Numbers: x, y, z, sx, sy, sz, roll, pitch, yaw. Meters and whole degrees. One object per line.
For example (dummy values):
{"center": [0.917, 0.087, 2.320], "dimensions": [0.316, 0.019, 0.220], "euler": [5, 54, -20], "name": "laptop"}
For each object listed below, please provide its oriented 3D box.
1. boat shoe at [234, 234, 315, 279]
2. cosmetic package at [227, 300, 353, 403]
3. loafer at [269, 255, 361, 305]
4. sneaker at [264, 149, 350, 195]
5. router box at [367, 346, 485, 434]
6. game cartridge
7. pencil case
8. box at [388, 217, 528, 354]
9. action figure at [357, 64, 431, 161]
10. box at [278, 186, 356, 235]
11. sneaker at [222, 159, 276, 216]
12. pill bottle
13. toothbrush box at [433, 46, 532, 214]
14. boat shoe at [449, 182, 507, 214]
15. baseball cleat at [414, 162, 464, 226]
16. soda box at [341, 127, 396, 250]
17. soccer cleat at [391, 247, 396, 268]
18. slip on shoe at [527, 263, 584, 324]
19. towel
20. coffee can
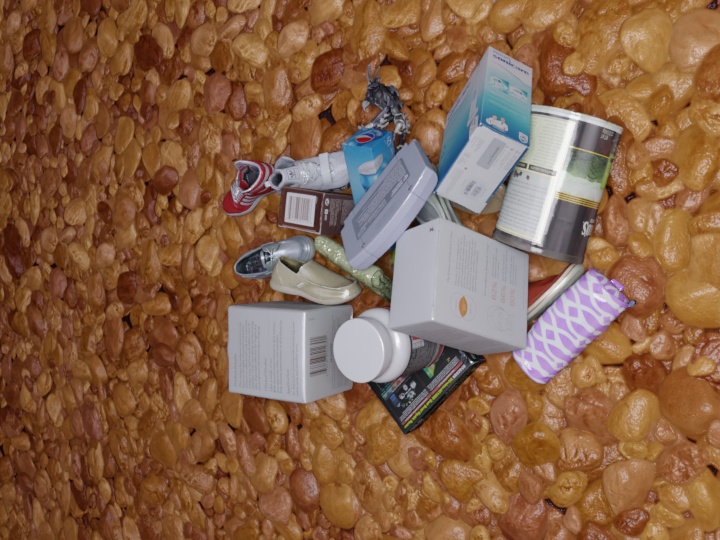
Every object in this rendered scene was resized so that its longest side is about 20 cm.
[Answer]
{"center": [-0.183, -0.022, 1.356], "dimensions": [0.197, 0.071, 0.072], "euler": [-18, 82, 33], "name": "boat shoe"}
{"center": [-0.136, 0.151, 1.277], "dimensions": [0.195, 0.165, 0.173], "euler": [2, 93, 33], "name": "cosmetic package"}
{"center": [-0.091, 0.016, 1.275], "dimensions": [0.194, 0.076, 0.070], "euler": [8, 114, 19], "name": "loafer"}
{"center": [-0.092, -0.187, 1.262], "dimensions": [0.196, 0.114, 0.077], "euler": [-15, 84, 33], "name": "sneaker"}
{"center": [0.106, 0.169, 1.175], "dimensions": [0.151, 0.061, 0.201], "euler": [51, 117, 22], "name": "router box"}
{"center": [0.043, -0.101, 1.037], "dimensions": [0.201, 0.040, 0.135], "euler": [-50, 25, 22], "name": "game cartridge"}
{"center": [0.324, 0.086, 1.011], "dimensions": [0.084, 0.085, 0.201], "euler": [49, 116, 17], "name": "pencil case"}
{"center": [0.154, 0.031, 0.999], "dimensions": [0.105, 0.196, 0.157], "euler": [-17, 60, 53], "name": "box"}
{"center": [0.044, -0.261, 1.170], "dimensions": [0.101, 0.118, 0.204], "euler": [-31, 81, 25], "name": "action figure"}
{"center": [-0.051, -0.106, 1.188], "dimensions": [0.098, 0.198, 0.077], "euler": [12, 100, 32], "name": "box"}
{"center": [-0.247, -0.174, 1.369], "dimensions": [0.197, 0.111, 0.073], "euler": [-26, 78, 32], "name": "sneaker"}
{"center": [0.049, 0.115, 1.053], "dimensions": [0.113, 0.198, 0.120], "euler": [2, 93, 32], "name": "pill bottle"}
{"center": [0.189, -0.216, 0.998], "dimensions": [0.083, 0.203, 0.147], "euler": [22, 138, -10], "name": "toothbrush box"}
{"center": [0.169, -0.143, 1.116], "dimensions": [0.196, 0.065, 0.073], "euler": [6, 128, 37], "name": "boat shoe"}
{"center": [0.120, -0.085, 1.113], "dimensions": [0.105, 0.069, 0.205], "euler": [-3, 110, 50], "name": "baseball cleat"}
{"center": [0.028, -0.141, 1.143], "dimensions": [0.067, 0.064, 0.204], "euler": [16, 134, 35], "name": "soda box"}
{"center": [0.139, 0.005, 1.148], "dimensions": [0.199, 0.067, 0.082], "euler": [38, 99, 27], "name": "soccer cleat"}
{"center": [0.274, 0.044, 1.054], "dimensions": [0.200, 0.073, 0.062], "euler": [-43, 67, 33], "name": "slip on shoe"}
{"center": [0.000, 0.000, 1.164], "dimensions": [0.147, 0.200, 0.037], "euler": [33, 88, 22], "name": "towel"}
{"center": [0.294, -0.130, 0.984], "dimensions": [0.144, 0.145, 0.206], "euler": [21, 103, 31], "name": "coffee can"}
